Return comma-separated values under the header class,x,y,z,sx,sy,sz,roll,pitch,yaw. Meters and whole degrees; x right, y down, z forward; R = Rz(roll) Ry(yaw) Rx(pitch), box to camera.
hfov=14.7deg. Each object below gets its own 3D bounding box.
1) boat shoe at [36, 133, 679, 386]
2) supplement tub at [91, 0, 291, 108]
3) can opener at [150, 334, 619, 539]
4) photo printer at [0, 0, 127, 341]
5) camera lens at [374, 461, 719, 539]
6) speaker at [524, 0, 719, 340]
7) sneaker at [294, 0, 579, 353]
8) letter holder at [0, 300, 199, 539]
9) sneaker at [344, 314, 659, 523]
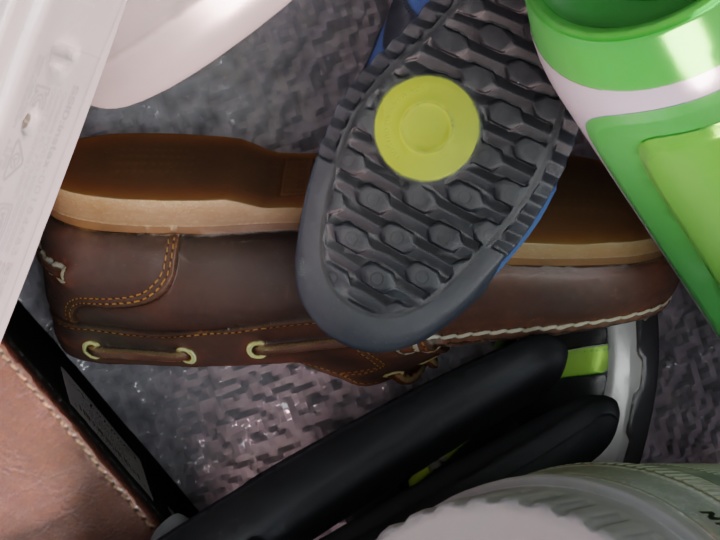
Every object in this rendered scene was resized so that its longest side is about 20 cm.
class,x,y,z,sx,sy,sz,roll,pitch,yaw
boat shoe,0.000,0.000,0.856,0.199,0.070,0.070,4,115,11
supplement tub,-0.085,-0.162,0.783,0.145,0.145,0.200,-41,105,-2
can opener,-0.016,0.079,0.793,0.200,0.079,0.063,-37,66,-15
photo printer,-0.174,-0.049,0.728,0.200,0.069,0.167,21,92,18
camera lens,0.092,0.133,0.766,0.200,0.160,0.160,5,102,-53
speaker,0.118,-0.029,0.772,0.088,0.088,0.200,-40,133,-2
sneaker,0.039,-0.068,0.809,0.066,0.078,0.200,21,86,3
letter holder,-0.148,0.070,0.836,0.142,0.101,0.200,-39,105,-1
sneaker,0.034,0.072,0.888,0.083,0.072,0.200,15,96,-11
